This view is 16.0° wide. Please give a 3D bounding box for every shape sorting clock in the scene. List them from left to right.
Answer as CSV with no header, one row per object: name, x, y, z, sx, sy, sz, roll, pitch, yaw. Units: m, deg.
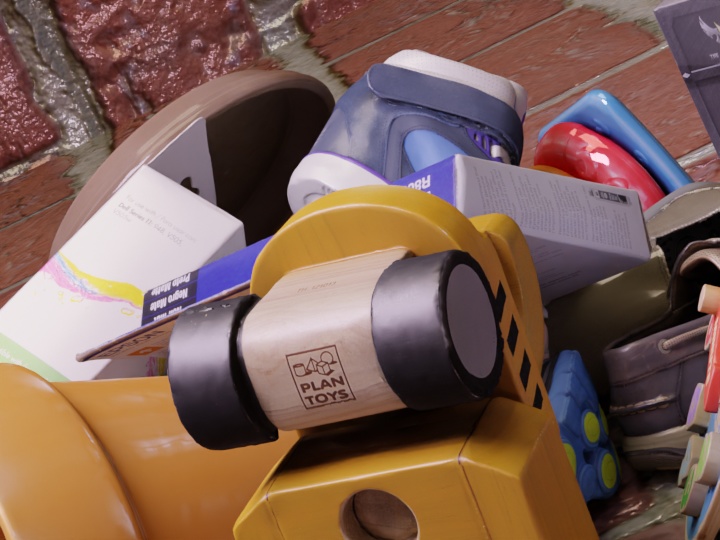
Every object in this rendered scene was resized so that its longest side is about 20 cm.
shape sorting clock,0.157,0.015,1.038,0.039,0.201,0.200,15,15,0

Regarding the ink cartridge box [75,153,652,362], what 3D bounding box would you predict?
ink cartridge box,0.000,0.000,1.177,0.199,0.041,0.200,-23,-18,35

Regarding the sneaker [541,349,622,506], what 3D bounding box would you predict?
sneaker,0.063,0.095,1.124,0.082,0.071,0.200,-13,19,25

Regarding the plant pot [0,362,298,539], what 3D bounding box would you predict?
plant pot,-0.095,0.126,1.087,0.183,0.201,0.200,-14,4,-31

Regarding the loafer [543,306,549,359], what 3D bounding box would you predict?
loafer,-0.004,0.065,1.203,0.199,0.063,0.072,-13,-8,8

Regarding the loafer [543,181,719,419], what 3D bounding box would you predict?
loafer,0.132,0.017,1.252,0.200,0.075,0.070,-42,8,-24

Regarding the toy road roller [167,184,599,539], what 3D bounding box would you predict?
toy road roller,0.026,0.062,1.006,0.122,0.201,0.146,-12,19,26

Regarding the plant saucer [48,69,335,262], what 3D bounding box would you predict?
plant saucer,-0.095,-0.035,1.384,0.200,0.029,0.200,-38,-21,-17

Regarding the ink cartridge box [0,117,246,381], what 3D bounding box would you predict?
ink cartridge box,-0.114,0.032,1.276,0.067,0.117,0.200,31,63,22

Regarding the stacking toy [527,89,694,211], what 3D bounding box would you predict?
stacking toy,0.093,0.004,1.417,0.200,0.110,0.116,-42,1,-19

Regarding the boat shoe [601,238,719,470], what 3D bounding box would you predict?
boat shoe,0.183,0.018,1.192,0.074,0.074,0.200,-13,18,45

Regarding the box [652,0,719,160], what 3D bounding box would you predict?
box,0.262,-0.092,1.296,0.200,0.159,0.048,-13,17,49

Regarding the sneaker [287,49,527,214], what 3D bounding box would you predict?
sneaker,0.074,-0.040,1.348,0.147,0.200,0.081,-51,-11,-33
